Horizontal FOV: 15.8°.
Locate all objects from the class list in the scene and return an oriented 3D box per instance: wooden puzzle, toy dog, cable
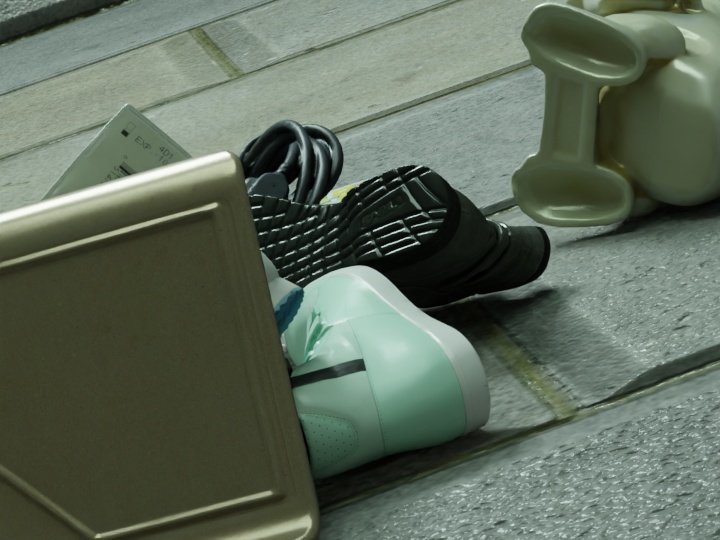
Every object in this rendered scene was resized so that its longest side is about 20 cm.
[{"bbox_3d":[-0.123,0.059,1.247,0.184,0.201,0.037,-15,-13,11],"label":"wooden puzzle"},{"bbox_3d":[0.204,-0.123,1.613,0.193,0.141,0.200,4,23,27],"label":"toy dog"},{"bbox_3d":[-0.085,-0.018,1.627,0.163,0.051,0.200,-37,16,48],"label":"cable"}]

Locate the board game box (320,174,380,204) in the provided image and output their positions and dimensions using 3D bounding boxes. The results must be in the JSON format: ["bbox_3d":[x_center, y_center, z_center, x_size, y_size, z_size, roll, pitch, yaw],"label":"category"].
[{"bbox_3d":[-0.022,-0.015,1.698,0.134,0.029,0.200,-19,14,3],"label":"board game box"}]

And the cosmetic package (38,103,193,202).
[{"bbox_3d":[-0.161,-0.022,1.576,0.105,0.071,0.200,-51,4,-15],"label":"cosmetic package"}]

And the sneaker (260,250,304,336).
[{"bbox_3d":[-0.117,0.057,1.311,0.200,0.081,0.076,-48,-6,15],"label":"sneaker"}]

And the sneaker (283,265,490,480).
[{"bbox_3d":[-0.028,0.053,1.338,0.117,0.074,0.200,-16,15,-20],"label":"sneaker"}]

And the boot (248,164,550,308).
[{"bbox_3d":[0.000,0.000,1.493,0.199,0.068,0.130,-11,-21,29],"label":"boot"}]
